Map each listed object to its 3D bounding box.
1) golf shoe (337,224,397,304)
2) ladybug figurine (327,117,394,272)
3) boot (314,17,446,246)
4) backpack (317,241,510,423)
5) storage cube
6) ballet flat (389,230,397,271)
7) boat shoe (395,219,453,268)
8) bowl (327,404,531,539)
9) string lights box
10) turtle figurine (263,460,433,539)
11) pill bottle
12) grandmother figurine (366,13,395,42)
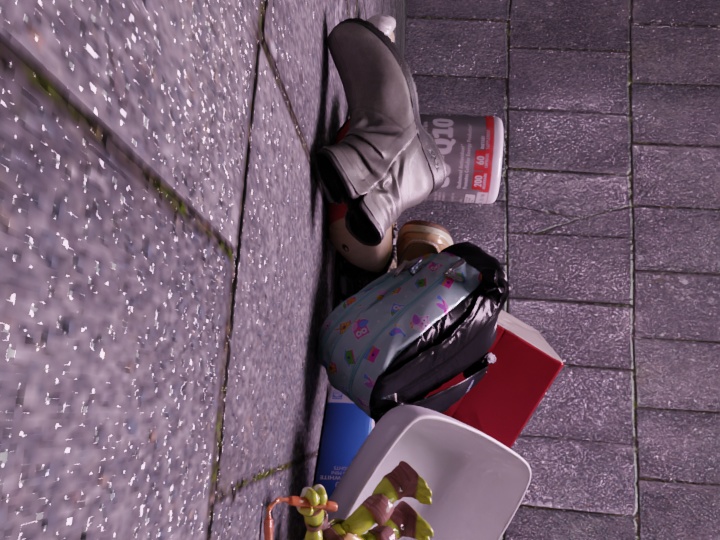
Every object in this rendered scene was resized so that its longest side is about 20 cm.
[{"bbox_3d":[0.000,0.000,0.944,0.094,0.077,0.202,-168,-97,-77],"label":"golf shoe"},{"bbox_3d":[0.004,-0.097,0.819,0.136,0.071,0.201,78,16,-70],"label":"ladybug figurine"},{"bbox_3d":[0.002,-0.134,0.696,0.131,0.068,0.201,-39,106,-40],"label":"boot"},{"bbox_3d":[0.055,0.072,0.775,0.199,0.126,0.168,-32,138,-28],"label":"backpack"},{"bbox_3d":[0.137,0.134,0.972,0.180,0.170,0.200,-60,180,10],"label":"storage cube"},{"bbox_3d":[0.020,-0.049,1.054,0.075,0.068,0.201,31,36,-43],"label":"ballet flat"},{"bbox_3d":[0.072,0.013,0.884,0.200,0.071,0.077,80,26,-64],"label":"boat shoe"},{"bbox_3d":[0.051,0.232,0.719,0.200,0.200,0.075,-59,-145,-1],"label":"bowl"},{"bbox_3d":[-0.018,0.247,0.853,0.201,0.059,0.103,-82,173,-46],"label":"string lights box"},{"bbox_3d":[-0.013,0.238,0.598,0.064,0.161,0.201,14,-59,50],"label":"turtle figurine"},{"bbox_3d":[0.081,-0.150,0.957,0.114,0.198,0.115,3,90,-85],"label":"pill bottle"},{"bbox_3d":[0.027,-0.292,1.089,0.201,0.060,0.122,92,-5,-52],"label":"grandmother figurine"}]
